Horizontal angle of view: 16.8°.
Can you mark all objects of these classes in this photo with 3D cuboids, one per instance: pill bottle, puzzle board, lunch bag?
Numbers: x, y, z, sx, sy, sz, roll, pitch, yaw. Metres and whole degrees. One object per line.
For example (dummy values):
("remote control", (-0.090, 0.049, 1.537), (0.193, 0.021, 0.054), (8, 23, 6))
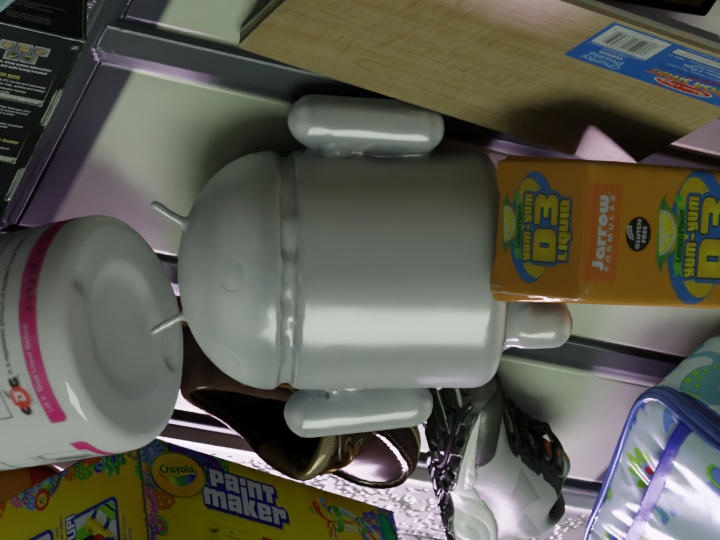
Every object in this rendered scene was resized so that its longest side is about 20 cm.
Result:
("pill bottle", (-0.197, 0.043, 1.190), (0.199, 0.114, 0.113), (-10, 146, 26))
("puzzle board", (0.063, -0.097, 1.056), (0.199, 0.017, 0.151), (16, 162, -18))
("lunch bag", (0.207, 0.139, 1.347), (0.082, 0.161, 0.200), (-38, 159, -30))

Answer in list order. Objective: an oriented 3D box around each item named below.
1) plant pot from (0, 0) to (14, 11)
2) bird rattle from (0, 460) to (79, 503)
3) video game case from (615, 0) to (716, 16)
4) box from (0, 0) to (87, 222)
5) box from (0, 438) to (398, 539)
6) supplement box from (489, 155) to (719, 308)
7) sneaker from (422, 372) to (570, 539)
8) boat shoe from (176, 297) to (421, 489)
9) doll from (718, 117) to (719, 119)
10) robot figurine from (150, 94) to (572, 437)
("plant pot", (-0.171, -0.175, 0.842), (0.199, 0.162, 0.201), (-3, 145, -2))
("bird rattle", (-0.205, 0.149, 1.375), (0.199, 0.113, 0.163), (14, 126, -28))
("video game case", (0.089, -0.182, 0.974), (0.199, 0.026, 0.181), (8, 144, -19))
("box", (-0.236, -0.089, 1.066), (0.199, 0.044, 0.160), (10, 143, -19))
("box", (-0.107, 0.195, 1.294), (0.192, 0.123, 0.200), (-28, 147, 32))
("supplement box", (0.155, -0.015, 1.128), (0.199, 0.067, 0.069), (2, -177, -35))
("sneaker", (0.076, 0.097, 1.351), (0.079, 0.074, 0.200), (-14, 152, -1))
("boat shoe", (-0.034, 0.083, 1.308), (0.072, 0.072, 0.200), (-21, 142, 24))
("doll", (0.206, -0.096, 1.081), (0.136, 0.049, 0.200), (-16, 153, 15))
("robot figurine", (0.000, 0.000, 1.154), (0.199, 0.113, 0.170), (0, 107, -5))
